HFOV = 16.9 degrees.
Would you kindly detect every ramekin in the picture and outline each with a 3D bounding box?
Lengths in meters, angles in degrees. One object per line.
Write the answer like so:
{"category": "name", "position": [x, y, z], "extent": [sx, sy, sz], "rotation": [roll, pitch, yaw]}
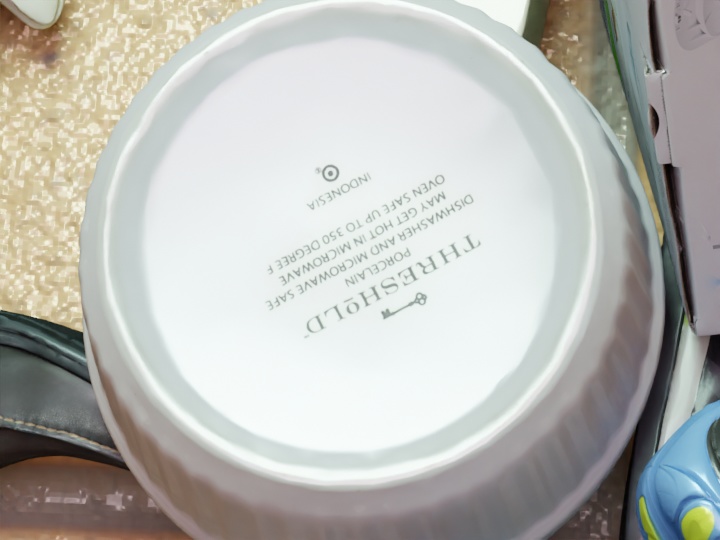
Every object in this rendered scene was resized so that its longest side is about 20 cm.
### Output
{"category": "ramekin", "position": [0.000, 0.000, 0.785], "extent": [0.201, 0.094, 0.203], "rotation": [-1, 75, 6]}

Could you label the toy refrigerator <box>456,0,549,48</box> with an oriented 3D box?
{"category": "toy refrigerator", "position": [0.024, -0.066, 0.887], "extent": [0.070, 0.076, 0.201], "rotation": [11, 78, 8]}

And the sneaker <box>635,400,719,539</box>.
{"category": "sneaker", "position": [0.175, 0.118, 0.798], "extent": [0.083, 0.071, 0.200], "rotation": [-45, 103, -18]}

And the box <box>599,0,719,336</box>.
{"category": "box", "position": [0.125, -0.113, 0.795], "extent": [0.096, 0.201, 0.177], "rotation": [-12, 44, 2]}

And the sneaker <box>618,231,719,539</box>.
{"category": "sneaker", "position": [0.137, 0.056, 0.847], "extent": [0.082, 0.072, 0.201], "rotation": [8, 77, 6]}

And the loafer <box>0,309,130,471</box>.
{"category": "loafer", "position": [-0.135, 0.047, 0.881], "extent": [0.199, 0.073, 0.073], "rotation": [22, 87, 20]}

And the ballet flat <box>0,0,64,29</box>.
{"category": "ballet flat", "position": [-0.155, -0.103, 0.927], "extent": [0.067, 0.068, 0.200], "rotation": [44, 89, -6]}
